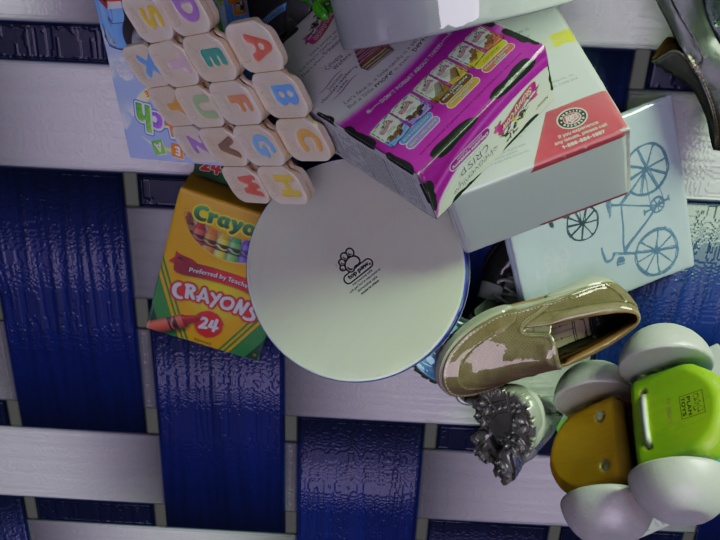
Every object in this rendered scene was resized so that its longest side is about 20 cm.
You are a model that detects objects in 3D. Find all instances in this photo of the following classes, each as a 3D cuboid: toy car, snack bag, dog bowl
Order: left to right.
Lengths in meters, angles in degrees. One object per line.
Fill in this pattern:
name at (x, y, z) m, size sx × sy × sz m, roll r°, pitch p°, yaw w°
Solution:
dog bowl at (0.000, 0.000, 0.742) m, size 0.199 × 0.079 × 0.201 m, roll 0°, pitch 88°, yaw 8°
snack bag at (0.226, -0.049, 0.787) m, size 0.199 × 0.021 × 0.189 m, roll -22°, pitch 116°, yaw -7°
toy car at (0.278, 0.162, 0.750) m, size 0.149 × 0.176 × 0.200 m, roll 23°, pitch 141°, yaw -21°

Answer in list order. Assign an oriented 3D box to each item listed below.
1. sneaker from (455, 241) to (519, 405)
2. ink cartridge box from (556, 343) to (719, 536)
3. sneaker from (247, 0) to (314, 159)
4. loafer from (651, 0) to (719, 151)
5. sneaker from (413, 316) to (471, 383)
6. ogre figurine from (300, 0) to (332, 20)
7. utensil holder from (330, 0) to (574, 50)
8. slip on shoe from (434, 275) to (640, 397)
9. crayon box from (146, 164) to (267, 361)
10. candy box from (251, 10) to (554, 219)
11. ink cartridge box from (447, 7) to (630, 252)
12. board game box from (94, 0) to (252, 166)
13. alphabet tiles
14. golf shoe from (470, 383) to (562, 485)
sneaker at (0.147, 0.055, 0.841) m, size 0.074 × 0.089 × 0.201 m, roll 18°, pitch 114°, yaw -5°
ink cartridge box at (0.339, 0.193, 0.889) m, size 0.199 × 0.084 × 0.146 m, roll -30°, pitch 121°, yaw 16°
sneaker at (-0.077, -0.184, 0.749) m, size 0.082 × 0.073 × 0.201 m, roll 27°, pitch 126°, yaw 15°
loafer at (0.297, -0.199, 0.727) m, size 0.072 × 0.073 × 0.201 m, roll -14°, pitch 105°, yaw 17°
sneaker at (0.054, 0.008, 0.812) m, size 0.095 × 0.079 × 0.200 m, roll -36°, pitch 89°, yaw 14°
ogre figurine at (-0.095, -0.244, 0.589) m, size 0.199 × 0.120 × 0.099 m, roll 3°, pitch 108°, yaw -20°
utensil holder at (0.042, -0.252, 0.496) m, size 0.169 × 0.170 × 0.201 m, roll -10°, pitch 107°, yaw 7°
slip on shoe at (0.166, 0.069, 0.763) m, size 0.199 × 0.061 × 0.076 m, roll -21°, pitch 117°, yaw -6°
crayon box at (-0.137, -0.015, 0.839) m, size 0.126 × 0.051 × 0.201 m, roll 17°, pitch 115°, yaw -5°
candy box at (0.028, -0.145, 0.632) m, size 0.136 × 0.200 × 0.061 m, roll -45°, pitch 145°, yaw -10°
ink cartridge box at (0.118, -0.136, 0.681) m, size 0.145 × 0.201 × 0.083 m, roll -21°, pitch 145°, yaw 8°
board game box at (-0.163, -0.196, 0.729) m, size 0.151 × 0.037 × 0.201 m, roll 8°, pitch 120°, yaw 29°
alphabet tiles at (-0.113, -0.135, 0.652) m, size 0.195 × 0.015 × 0.200 m, roll 7°, pitch 136°, yaw 43°
golf shoe at (0.173, 0.152, 0.858) m, size 0.097 × 0.078 × 0.200 m, roll -35°, pitch 158°, yaw -16°
